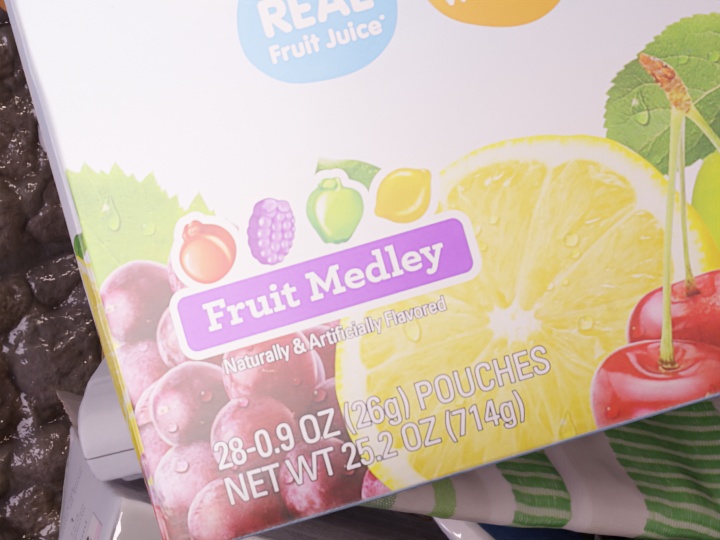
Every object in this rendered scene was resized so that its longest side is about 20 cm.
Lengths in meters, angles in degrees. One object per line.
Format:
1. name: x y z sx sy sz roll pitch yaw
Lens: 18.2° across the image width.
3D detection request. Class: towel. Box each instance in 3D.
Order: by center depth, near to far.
1. towel: 0.035 0.002 0.601 0.199 0.023 0.153 13 -134 -43

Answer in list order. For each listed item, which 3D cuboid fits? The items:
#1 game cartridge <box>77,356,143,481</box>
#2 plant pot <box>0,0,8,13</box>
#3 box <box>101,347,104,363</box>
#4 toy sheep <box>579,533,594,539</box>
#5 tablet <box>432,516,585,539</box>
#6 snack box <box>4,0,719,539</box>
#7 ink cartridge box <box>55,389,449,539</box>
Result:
1. game cartridge: 0.000 0.000 0.711 0.042 0.133 0.200 66 -161 -17
2. plant pot: -0.058 -0.161 0.733 0.200 0.199 0.141 -111 19 -59
3. box: -0.081 -0.049 0.903 0.200 0.021 0.164 -96 19 -51
4. toy sheep: 0.071 0.178 1.111 0.201 0.137 0.138 62 178 -4
5. tablet: 0.084 0.112 0.647 0.200 0.014 0.130 41 -174 -15
6. snack box: 0.015 -0.065 0.438 0.068 0.168 0.201 133 120 -85
7. ink cartridge box: -0.023 0.097 0.749 0.200 0.162 0.057 -169 96 -75
